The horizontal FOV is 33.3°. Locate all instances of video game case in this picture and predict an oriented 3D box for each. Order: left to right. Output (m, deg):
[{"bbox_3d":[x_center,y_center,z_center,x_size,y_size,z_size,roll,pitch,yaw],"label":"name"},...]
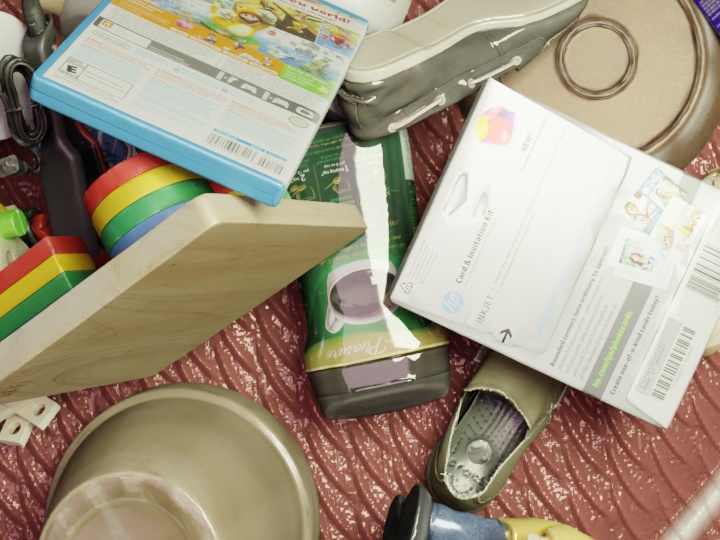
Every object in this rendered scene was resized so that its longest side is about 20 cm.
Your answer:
[{"bbox_3d":[-0.083,-0.124,0.697,0.142,0.201,0.018,23,129,-2],"label":"video game case"}]

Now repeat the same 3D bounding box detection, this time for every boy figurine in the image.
[{"bbox_3d":[0.113,0.201,0.817,0.199,0.124,0.065,20,65,-13],"label":"boy figurine"}]

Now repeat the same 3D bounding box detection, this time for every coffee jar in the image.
[{"bbox_3d":[0.000,0.000,0.840,0.103,0.085,0.202,-11,87,1],"label":"coffee jar"}]

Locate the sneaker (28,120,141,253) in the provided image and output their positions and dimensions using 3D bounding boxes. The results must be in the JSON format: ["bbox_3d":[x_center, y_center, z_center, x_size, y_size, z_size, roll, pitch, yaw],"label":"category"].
[{"bbox_3d":[-0.185,-0.061,0.859,0.076,0.077,0.200,-37,88,0],"label":"sneaker"}]

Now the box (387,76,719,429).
[{"bbox_3d":[0.138,-0.010,0.779,0.199,0.041,0.157,24,92,-3],"label":"box"}]

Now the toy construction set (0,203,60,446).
[{"bbox_3d":[-0.237,0.032,0.819,0.091,0.201,0.132,-3,55,3],"label":"toy construction set"}]

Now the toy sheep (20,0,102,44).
[{"bbox_3d":[-0.146,-0.195,0.837,0.137,0.138,0.201,26,71,4],"label":"toy sheep"}]

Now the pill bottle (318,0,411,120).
[{"bbox_3d":[-0.014,-0.214,0.833,0.114,0.114,0.201,22,90,4],"label":"pill bottle"}]

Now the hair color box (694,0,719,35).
[{"bbox_3d":[0.278,-0.225,0.827,0.109,0.065,0.201,-35,88,-14],"label":"hair color box"}]

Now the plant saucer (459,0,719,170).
[{"bbox_3d":[0.167,-0.149,0.861,0.198,0.032,0.202,0,89,4],"label":"plant saucer"}]

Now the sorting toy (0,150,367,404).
[{"bbox_3d":[-0.125,-0.004,0.732,0.198,0.200,0.070,-34,78,20],"label":"sorting toy"}]

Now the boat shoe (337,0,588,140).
[{"bbox_3d":[0.069,-0.147,0.813,0.199,0.057,0.067,-25,42,-21],"label":"boat shoe"}]

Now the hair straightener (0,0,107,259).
[{"bbox_3d":[-0.198,-0.087,0.767,0.041,0.077,0.201,5,119,20],"label":"hair straightener"}]

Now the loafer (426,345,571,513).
[{"bbox_3d":[0.111,0.082,0.838,0.075,0.070,0.201,25,90,4],"label":"loafer"}]

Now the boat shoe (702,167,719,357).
[{"bbox_3d":[0.262,-0.040,0.829,0.069,0.074,0.201,30,91,-2],"label":"boat shoe"}]

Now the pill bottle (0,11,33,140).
[{"bbox_3d":[-0.310,-0.137,0.814,0.199,0.111,0.112,9,89,33],"label":"pill bottle"}]

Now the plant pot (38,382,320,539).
[{"bbox_3d":[-0.132,0.179,0.801,0.198,0.174,0.202,0,87,3],"label":"plant pot"}]
